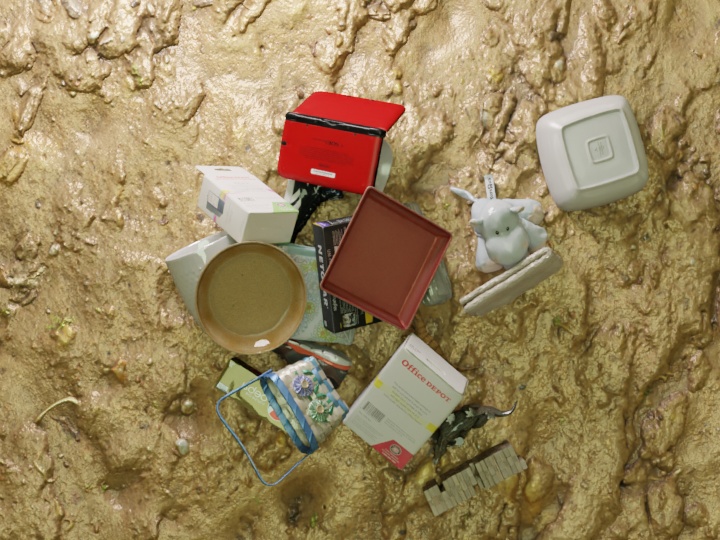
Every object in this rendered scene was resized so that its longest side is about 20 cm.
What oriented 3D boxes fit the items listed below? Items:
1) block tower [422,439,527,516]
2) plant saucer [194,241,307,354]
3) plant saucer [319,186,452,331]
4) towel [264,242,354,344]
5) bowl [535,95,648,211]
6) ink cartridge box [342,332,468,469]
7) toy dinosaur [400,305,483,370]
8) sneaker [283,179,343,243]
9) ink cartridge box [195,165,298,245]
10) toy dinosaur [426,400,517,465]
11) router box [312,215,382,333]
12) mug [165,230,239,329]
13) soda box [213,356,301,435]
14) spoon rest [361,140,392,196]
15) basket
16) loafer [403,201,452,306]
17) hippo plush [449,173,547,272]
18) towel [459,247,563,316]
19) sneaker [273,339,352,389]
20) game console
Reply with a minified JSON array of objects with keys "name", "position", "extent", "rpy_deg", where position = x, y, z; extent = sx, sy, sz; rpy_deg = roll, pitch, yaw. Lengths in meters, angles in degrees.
[{"name":"block tower","position":[0.216,0.392,1.683],"extent":[0.197,0.054,0.059],"rpy_deg":[-26,90,0]},{"name":"plant saucer","position":[-0.194,0.047,1.563],"extent":[0.196,0.035,0.204],"rpy_deg":[-2,100,-12]},{"name":"plant saucer","position":[0.044,-0.021,1.596],"extent":[0.198,0.037,0.202],"rpy_deg":[27,90,-24]},{"name":"towel","position":[-0.091,0.044,1.655],"extent":[0.197,0.048,0.175],"rpy_deg":[8,94,-29]},{"name":"bowl","position":[0.445,-0.224,1.674],"extent":[0.196,0.075,0.204],"rpy_deg":[-16,91,1]},{"name":"ink cartridge box","position":[0.085,0.241,1.637],"extent":[0.145,0.083,0.201],"rpy_deg":[39,112,1]},{"name":"toy dinosaur","position":[0.134,0.156,1.672],"extent":[0.105,0.061,0.200],"rpy_deg":[-29,117,27]},{"name":"sneaker","position":[-0.090,-0.125,1.675],"extent":[0.110,0.073,0.204],"rpy_deg":[10,89,2]},{"name":"ink cartridge box","position":[-0.219,-0.123,1.628],"extent":[0.199,0.116,0.068],"rpy_deg":[39,121,39]},{"name":"toy dinosaur","position":[0.200,0.283,1.669],"extent":[0.199,0.102,0.077],"rpy_deg":[-37,89,-6]},{"name":"router box","position":[0.000,0.000,1.635],"extent":[0.155,0.052,0.204],"rpy_deg":[-12,105,-24]},{"name":"mug","position":[-0.239,0.020,1.647],"extent":[0.198,0.147,0.178],"rpy_deg":[-26,102,-16]},{"name":"soda box","position":[-0.176,0.244,1.678],"extent":[0.198,0.068,0.065],"rpy_deg":[33,89,1]},{"name":"spoon rest","position":[0.011,-0.151,1.673],"extent":[0.060,0.099,0.203],"rpy_deg":[26,97,33]},{"name":"basket","position":[-0.136,0.255,1.571],"extent":[0.199,0.139,0.178],"rpy_deg":[-35,87,-17]},{"name":"loafer","position":[0.124,-0.033,1.685],"extent":[0.069,0.070,0.204],"rpy_deg":[-11,85,-35]},{"name":"hippo plush","position":[0.275,-0.089,1.630],"extent":[0.157,0.161,0.203],"rpy_deg":[-18,90,0]},{"name":"towel","position":[0.280,0.026,1.630],"extent":[0.198,0.132,0.035],"rpy_deg":[-34,73,14]},{"name":"sneaker","position":[-0.118,0.172,1.677],"extent":[0.197,0.077,0.083],"rpy_deg":[21,98,2]},{"name":"game console","position":[-0.035,-0.240,1.639],"extent":[0.197,0.118,0.176],"rpy_deg":[14,98,22]}]
